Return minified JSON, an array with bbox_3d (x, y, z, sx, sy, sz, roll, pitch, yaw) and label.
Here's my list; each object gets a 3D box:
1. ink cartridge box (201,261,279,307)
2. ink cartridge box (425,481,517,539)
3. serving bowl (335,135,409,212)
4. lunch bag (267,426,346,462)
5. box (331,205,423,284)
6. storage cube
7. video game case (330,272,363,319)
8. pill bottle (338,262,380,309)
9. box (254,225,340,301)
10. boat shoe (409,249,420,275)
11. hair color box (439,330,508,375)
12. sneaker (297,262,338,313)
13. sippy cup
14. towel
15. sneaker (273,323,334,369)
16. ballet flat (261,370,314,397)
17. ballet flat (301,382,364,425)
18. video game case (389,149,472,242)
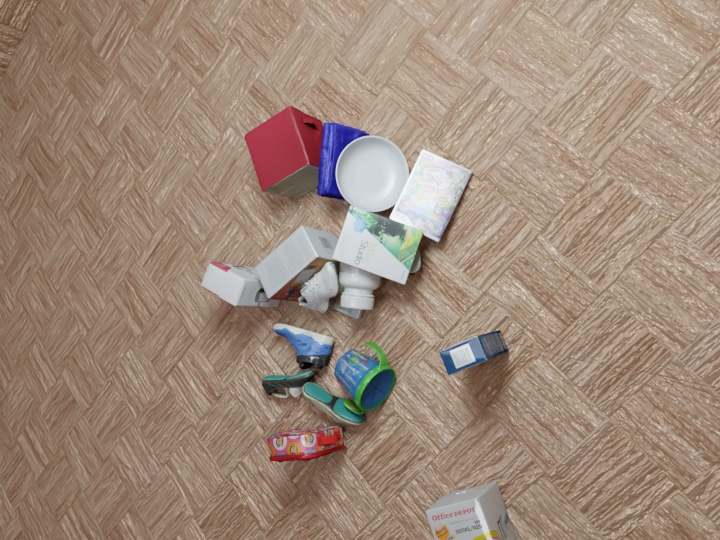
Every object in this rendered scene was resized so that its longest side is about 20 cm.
[{"bbox_3d":[-0.341,0.043,1.690,0.147,0.200,0.086,23,98,27],"label":"ink cartridge box"},{"bbox_3d":[0.271,0.630,1.358,0.147,0.144,0.201,-26,75,26],"label":"ink cartridge box"},{"bbox_3d":[0.027,-0.256,1.547,0.198,0.066,0.202,0,92,-11],"label":"serving bowl"},{"bbox_3d":[-0.134,0.465,1.559,0.175,0.200,0.083,-15,76,27],"label":"lunch bag"},{"bbox_3d":[0.044,-0.064,1.454,0.199,0.036,0.145,19,91,2],"label":"box"},{"bbox_3d":[-0.195,-0.329,1.647,0.199,0.171,0.181,-25,77,25],"label":"storage cube"},{"bbox_3d":[-0.057,0.018,1.638,0.199,0.023,0.183,22,98,28],"label":"video game case"},{"bbox_3d":[0.000,0.000,1.531,0.114,0.114,0.202,5,89,29],"label":"pill bottle"},{"bbox_3d":[-0.162,-0.013,1.596,0.200,0.152,0.107,-39,66,24],"label":"box"},{"bbox_3d":[0.118,-0.085,1.522,0.060,0.075,0.202,144,133,-64],"label":"boat shoe"},{"bbox_3d":[0.269,0.190,1.349,0.100,0.200,0.061,-27,76,24],"label":"hair color box"},{"bbox_3d":[-0.113,0.050,1.557,0.201,0.086,0.075,116,152,-45],"label":"sneaker"},{"bbox_3d":[0.003,0.283,1.538,0.130,0.140,0.178,34,79,36],"label":"sippy cup"},{"bbox_3d":[-0.043,-0.295,1.578,0.049,0.147,0.202,9,93,59],"label":"towel"},{"bbox_3d":[-0.178,0.224,1.659,0.199,0.077,0.112,13,82,22],"label":"sneaker"},{"bbox_3d":[-0.205,0.334,1.684,0.199,0.068,0.069,-14,91,37],"label":"ballet flat"},{"bbox_3d":[-0.079,0.382,1.609,0.199,0.069,0.070,30,102,15],"label":"ballet flat"},{"bbox_3d":[0.180,-0.192,1.478,0.142,0.018,0.201,26,89,9],"label":"video game case"}]
